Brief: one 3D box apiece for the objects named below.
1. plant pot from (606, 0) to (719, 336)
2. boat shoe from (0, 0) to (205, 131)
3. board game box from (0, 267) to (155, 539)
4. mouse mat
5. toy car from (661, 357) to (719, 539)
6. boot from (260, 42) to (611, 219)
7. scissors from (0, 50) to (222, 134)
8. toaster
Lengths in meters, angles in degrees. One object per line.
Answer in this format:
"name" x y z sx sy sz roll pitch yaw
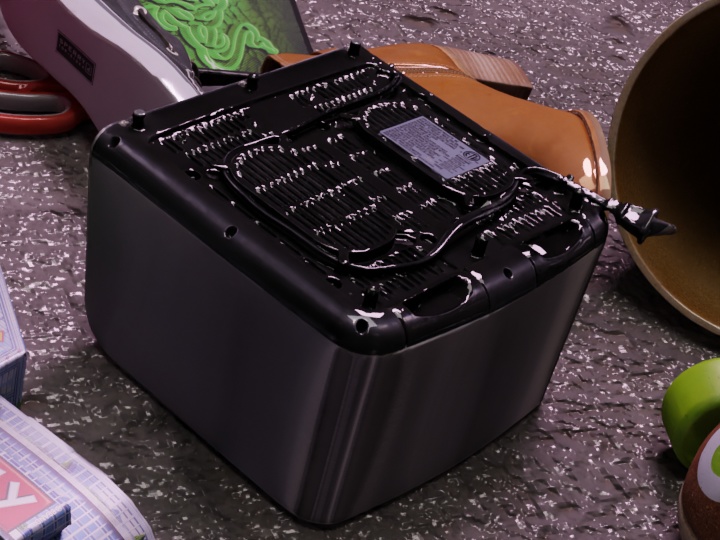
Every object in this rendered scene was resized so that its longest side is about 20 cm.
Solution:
"plant pot" 0.251 -0.070 0.948 0.186 0.187 0.200 27 21 17
"boat shoe" -0.117 -0.105 0.918 0.056 0.069 0.200 -21 57 -39
"board game box" -0.179 0.077 0.666 0.200 0.062 0.200 32 39 22
"mouse mat" -0.115 -0.170 1.066 0.160 0.008 0.200 4 34 -16
"toy car" 0.231 0.055 0.724 0.157 0.201 0.165 6 36 -13
"boot" 0.037 -0.065 0.934 0.154 0.074 0.200 1 25 -21
"scissors" -0.125 -0.091 0.961 0.199 0.014 0.073 6 34 -15
"toaster" 0.000 0.000 0.786 0.200 0.119 0.180 36 41 28
